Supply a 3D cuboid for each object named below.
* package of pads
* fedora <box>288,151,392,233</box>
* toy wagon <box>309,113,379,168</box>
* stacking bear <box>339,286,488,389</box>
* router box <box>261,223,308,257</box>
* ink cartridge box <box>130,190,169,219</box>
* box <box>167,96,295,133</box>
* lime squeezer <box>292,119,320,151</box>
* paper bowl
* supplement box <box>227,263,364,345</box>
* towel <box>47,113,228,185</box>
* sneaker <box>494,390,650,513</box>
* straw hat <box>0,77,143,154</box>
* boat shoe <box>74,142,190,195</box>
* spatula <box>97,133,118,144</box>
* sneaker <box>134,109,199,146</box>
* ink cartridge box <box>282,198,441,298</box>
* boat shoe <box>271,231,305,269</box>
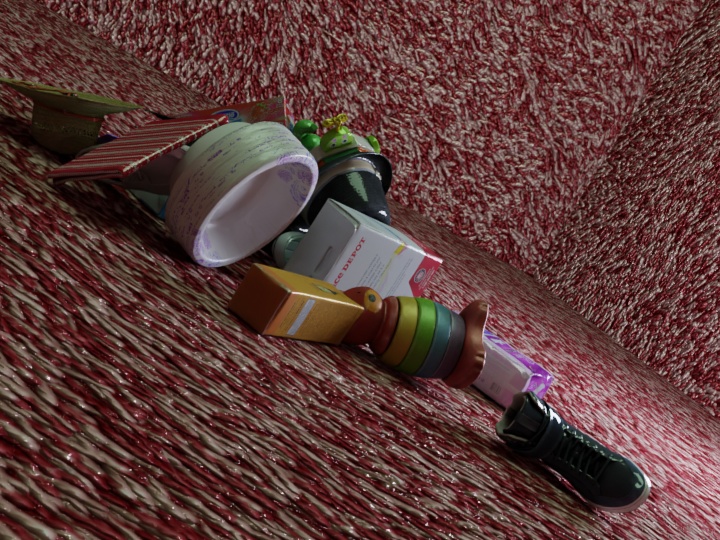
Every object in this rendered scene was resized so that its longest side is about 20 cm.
[{"bbox_3d":[0.192,0.138,1.844,0.200,0.076,0.120,36,12,26],"label":"package of pads"},{"bbox_3d":[-0.014,-0.085,1.768,0.200,0.200,0.092,18,36,-59],"label":"fedora"},{"bbox_3d":[-0.044,-0.153,1.768,0.040,0.155,0.200,58,-23,24],"label":"toy wagon"},{"bbox_3d":[0.056,0.080,1.587,0.199,0.114,0.122,19,54,-15],"label":"stacking bear"},{"bbox_3d":[-0.147,-0.120,1.898,0.200,0.052,0.157,35,51,23],"label":"router box"},{"bbox_3d":[-0.225,-0.097,1.727,0.200,0.068,0.116,23,11,-43],"label":"ink cartridge box"},{"bbox_3d":[-0.198,-0.188,1.826,0.096,0.199,0.100,70,13,-59],"label":"box"},{"bbox_3d":[-0.067,-0.192,1.808,0.071,0.038,0.200,31,-15,20],"label":"lime squeezer"},{"bbox_3d":[-0.161,-0.107,1.511,0.104,0.201,0.201,48,13,19],"label":"paper bowl"},{"bbox_3d":[-0.075,0.044,1.455,0.066,0.069,0.200,36,11,26],"label":"supplement box"},{"bbox_3d":[-0.274,-0.152,1.489,0.144,0.023,0.200,-1,25,38],"label":"towel"},{"bbox_3d":[0.259,0.227,1.501,0.146,0.077,0.202,39,-8,-38],"label":"sneaker"},{"bbox_3d":[-0.409,-0.206,1.650,0.200,0.085,0.201,12,7,-2],"label":"straw hat"},{"bbox_3d":[-0.298,-0.140,1.592,0.200,0.072,0.066,14,14,31],"label":"boat shoe"},{"bbox_3d":[-0.342,-0.184,1.787,0.056,0.021,0.200,25,-6,-37],"label":"spatula"},{"bbox_3d":[-0.221,-0.168,1.699,0.200,0.060,0.104,28,-3,28],"label":"sneaker"},{"bbox_3d":[0.000,0.000,1.700,0.200,0.146,0.083,23,14,-48],"label":"ink cartridge box"},{"bbox_3d":[-0.089,-0.013,1.792,0.062,0.072,0.200,16,-7,26],"label":"boat shoe"}]
